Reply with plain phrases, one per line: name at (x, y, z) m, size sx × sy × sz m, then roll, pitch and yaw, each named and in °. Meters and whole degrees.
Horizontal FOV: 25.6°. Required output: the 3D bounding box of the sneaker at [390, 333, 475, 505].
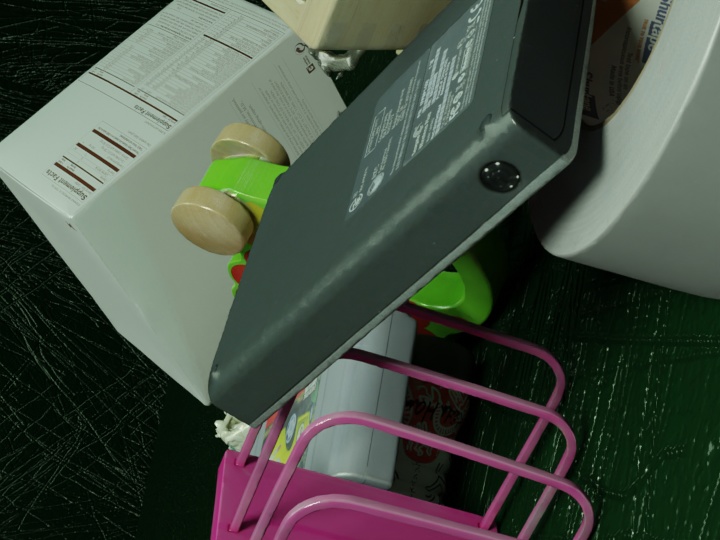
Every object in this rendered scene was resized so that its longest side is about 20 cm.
sneaker at (0.006, 0.113, 0.936) m, size 0.201 × 0.067 × 0.108 m, roll 135°, pitch 152°, yaw -66°

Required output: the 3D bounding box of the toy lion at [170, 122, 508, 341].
toy lion at (0.000, 0.000, 0.910) m, size 0.200 × 0.192 × 0.069 m, roll -1°, pitch 50°, yaw 39°

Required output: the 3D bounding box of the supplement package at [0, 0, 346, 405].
supplement package at (-0.111, -0.056, 1.108) m, size 0.200 × 0.191 × 0.147 m, roll -42°, pitch 39°, yaw -15°

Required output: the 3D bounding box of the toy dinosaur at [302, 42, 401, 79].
toy dinosaur at (0.026, -0.122, 0.877) m, size 0.088 × 0.047 × 0.200 m, roll -38°, pitch 49°, yaw 6°

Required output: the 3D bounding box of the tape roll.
tape roll at (0.128, -0.093, 0.577) m, size 0.200 × 0.066 × 0.200 m, roll -164°, pitch 90°, yaw -80°

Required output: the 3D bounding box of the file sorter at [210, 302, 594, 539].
file sorter at (0.018, 0.118, 0.655) m, size 0.200 × 0.139 × 0.125 m, roll -90°, pitch 20°, yaw -58°

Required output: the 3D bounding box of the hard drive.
hard drive at (0.014, -0.039, 0.633) m, size 0.200 × 0.033 × 0.140 m, roll -41°, pitch 24°, yaw 40°

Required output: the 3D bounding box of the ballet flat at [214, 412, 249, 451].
ballet flat at (-0.045, 0.032, 1.035) m, size 0.072 × 0.072 × 0.200 m, roll 160°, pitch 126°, yaw -78°

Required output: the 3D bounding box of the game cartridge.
game cartridge at (-0.028, 0.103, 0.879) m, size 0.200 × 0.041 × 0.133 m, roll 132°, pitch 149°, yaw -56°

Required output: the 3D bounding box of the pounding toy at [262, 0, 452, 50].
pounding toy at (0.002, -0.195, 0.710) m, size 0.184 × 0.142 × 0.200 m, roll 48°, pitch 129°, yaw 34°

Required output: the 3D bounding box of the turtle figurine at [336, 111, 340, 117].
turtle figurine at (0.045, -0.107, 0.967) m, size 0.200 × 0.101 × 0.150 m, roll -126°, pitch 44°, yaw -61°
